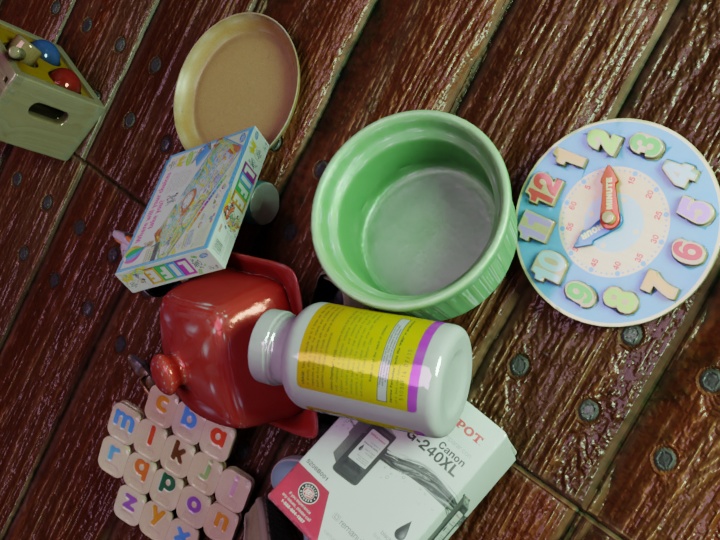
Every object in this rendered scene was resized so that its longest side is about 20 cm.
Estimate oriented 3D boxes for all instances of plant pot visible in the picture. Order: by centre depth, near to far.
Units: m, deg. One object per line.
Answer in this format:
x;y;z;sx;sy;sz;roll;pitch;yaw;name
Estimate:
-0.152;-0.222;1.177;0.199;0.027;0.202;-6;79;32;plant pot

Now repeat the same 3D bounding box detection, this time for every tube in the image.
-0.189;-0.094;1.171;0.199;0.050;0.078;10;72;37;tube

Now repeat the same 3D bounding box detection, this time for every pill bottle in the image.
-0.003;0.087;0.880;0.199;0.104;0.105;9;87;24;pill bottle

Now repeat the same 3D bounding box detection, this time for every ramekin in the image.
0.059;-0.046;0.923;0.198;0.098;0.202;-7;70;20;ramekin

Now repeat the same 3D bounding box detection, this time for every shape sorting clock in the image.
0.242;-0.047;0.896;0.199;0.039;0.202;-6;79;31;shape sorting clock

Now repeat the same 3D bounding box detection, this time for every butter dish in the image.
-0.156;0.091;1.011;0.199;0.147;0.201;12;114;49;butter dish

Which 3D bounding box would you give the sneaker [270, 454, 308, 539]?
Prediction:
-0.034;0.264;0.991;0.199;0.082;0.074;34;99;31;sneaker

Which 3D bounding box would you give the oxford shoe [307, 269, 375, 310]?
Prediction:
0.000;0.000;1.017;0.070;0.075;0.201;29;97;32;oxford shoe

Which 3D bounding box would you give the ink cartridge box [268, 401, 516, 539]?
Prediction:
0.034;0.200;0.916;0.145;0.083;0.200;37;78;30;ink cartridge box

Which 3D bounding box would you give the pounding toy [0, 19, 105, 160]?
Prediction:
-0.461;-0.264;1.273;0.142;0.200;0.184;-48;61;15;pounding toy

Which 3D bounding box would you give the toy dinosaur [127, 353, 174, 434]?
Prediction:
-0.233;0.188;1.154;0.106;0.060;0.201;-44;59;50;toy dinosaur

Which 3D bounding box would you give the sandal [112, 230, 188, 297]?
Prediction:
-0.243;0.010;1.164;0.206;0.079;0.060;28;94;30;sandal

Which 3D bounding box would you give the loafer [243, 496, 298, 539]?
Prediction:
-0.103;0.333;0.994;0.068;0.076;0.201;-28;41;12;loafer

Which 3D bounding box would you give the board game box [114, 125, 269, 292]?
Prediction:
-0.190;-0.072;1.079;0.134;0.034;0.201;-13;43;28;board game box

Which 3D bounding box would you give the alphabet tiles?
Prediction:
-0.221;0.238;1.110;0.199;0.015;0.197;27;112;16;alphabet tiles
